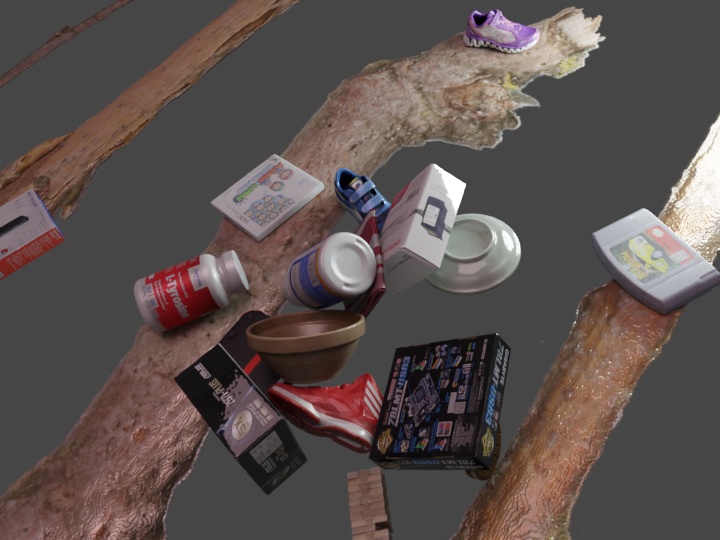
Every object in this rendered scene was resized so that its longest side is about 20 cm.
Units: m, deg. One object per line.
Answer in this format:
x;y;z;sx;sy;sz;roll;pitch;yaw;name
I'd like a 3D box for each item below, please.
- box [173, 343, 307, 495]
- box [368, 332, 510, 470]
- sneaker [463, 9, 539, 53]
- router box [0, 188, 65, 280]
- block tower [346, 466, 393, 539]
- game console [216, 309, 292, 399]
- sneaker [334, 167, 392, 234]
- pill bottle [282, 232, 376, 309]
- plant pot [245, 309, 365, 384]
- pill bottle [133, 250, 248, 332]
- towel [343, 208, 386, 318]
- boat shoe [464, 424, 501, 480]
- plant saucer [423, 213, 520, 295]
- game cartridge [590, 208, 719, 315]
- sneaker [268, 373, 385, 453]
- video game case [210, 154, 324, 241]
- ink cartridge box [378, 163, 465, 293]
-0.178;0.231;0.981;0.086;0.200;0.164;-38;62;-17;box
0.120;0.201;0.980;0.198;0.050;0.201;-17;44;41;box
0.354;-0.615;1.630;0.199;0.089;0.081;17;56;26;sneaker
-0.831;-0.089;1.543;0.179;0.049;0.200;-36;51;-15;router box
0.019;0.380;0.912;0.054;0.058;0.200;-13;48;4;block tower
-0.196;0.175;1.166;0.176;0.031;0.200;27;63;25;game console
0.009;-0.145;1.337;0.074;0.082;0.200;-38;54;-19;sneaker
-0.065;0.010;1.154;0.112;0.112;0.200;-55;15;-28;pill bottle
-0.089;0.131;1.082;0.200;0.093;0.201;-5;8;1;plant pot
-0.327;0.036;1.258;0.199;0.112;0.112;-22;49;-3;pill bottle
0.000;0.000;1.189;0.023;0.144;0.201;15;45;-22;towel
0.169;0.230;0.998;0.072;0.072;0.201;-24;45;35;boat shoe
0.203;-0.046;1.222;0.199;0.050;0.201;-7;50;9;plant saucer
0.505;-0.018;1.125;0.133;0.041;0.200;-29;49;-4;game cartridge
-0.047;0.215;1.069;0.199;0.079;0.116;25;52;17;sneaker
-0.213;-0.170;1.457;0.200;0.024;0.182;-42;53;-20;video game case
0.102;-0.075;1.196;0.084;0.145;0.201;30;59;-14;ink cartridge box
